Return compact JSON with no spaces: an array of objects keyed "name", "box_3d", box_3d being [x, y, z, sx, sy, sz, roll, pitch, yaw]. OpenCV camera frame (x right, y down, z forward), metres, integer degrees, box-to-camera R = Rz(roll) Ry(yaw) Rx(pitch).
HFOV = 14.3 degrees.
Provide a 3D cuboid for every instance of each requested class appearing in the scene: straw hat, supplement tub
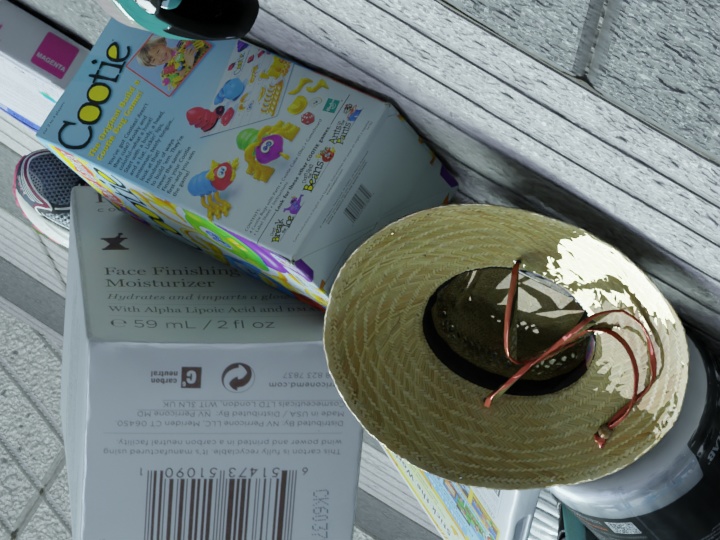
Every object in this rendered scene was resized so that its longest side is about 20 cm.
[{"name":"straw hat","box_3d":[0.086,0.024,1.586,0.201,0.201,0.085,33,-145,-9]},{"name":"supplement tub","box_3d":[0.183,0.115,1.684,0.122,0.123,0.200,25,167,36]}]

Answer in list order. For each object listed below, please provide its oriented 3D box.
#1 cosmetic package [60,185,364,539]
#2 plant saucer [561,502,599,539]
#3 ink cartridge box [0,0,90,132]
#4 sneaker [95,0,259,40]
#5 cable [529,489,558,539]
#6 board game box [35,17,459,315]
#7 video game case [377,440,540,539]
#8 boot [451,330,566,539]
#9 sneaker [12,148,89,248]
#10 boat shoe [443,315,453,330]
[{"name":"cosmetic package","box_3d":[-0.091,0.063,1.712,0.165,0.165,0.200,0,-152,-10]},{"name":"plant saucer","box_3d":[0.140,0.128,1.764,0.019,0.200,0.070,-21,143,22]},{"name":"ink cartridge box","box_3d":[-0.234,-0.139,1.957,0.119,0.042,0.200,31,168,5]},{"name":"sneaker","box_3d":[-0.118,-0.171,1.378,0.080,0.071,0.200,18,169,38]},{"name":"cable","box_3d":[0.193,0.222,2.350,0.200,0.069,0.200,24,169,34]},{"name":"board game box","box_3d":[-0.064,-0.062,1.625,0.200,0.105,0.103,26,169,34]},{"name":"video game case","box_3d":[0.043,0.090,1.766,0.200,0.023,0.182,55,161,23]},{"name":"boot","box_3d":[0.125,0.119,1.825,0.200,0.132,0.070,25,134,-37]},{"name":"sneaker","box_3d":[-0.152,-0.050,2.056,0.200,0.081,0.075,16,151,9]},{"name":"boat shoe","box_3d":[0.000,0.000,1.870,0.200,0.074,0.065,17,160,23]}]
